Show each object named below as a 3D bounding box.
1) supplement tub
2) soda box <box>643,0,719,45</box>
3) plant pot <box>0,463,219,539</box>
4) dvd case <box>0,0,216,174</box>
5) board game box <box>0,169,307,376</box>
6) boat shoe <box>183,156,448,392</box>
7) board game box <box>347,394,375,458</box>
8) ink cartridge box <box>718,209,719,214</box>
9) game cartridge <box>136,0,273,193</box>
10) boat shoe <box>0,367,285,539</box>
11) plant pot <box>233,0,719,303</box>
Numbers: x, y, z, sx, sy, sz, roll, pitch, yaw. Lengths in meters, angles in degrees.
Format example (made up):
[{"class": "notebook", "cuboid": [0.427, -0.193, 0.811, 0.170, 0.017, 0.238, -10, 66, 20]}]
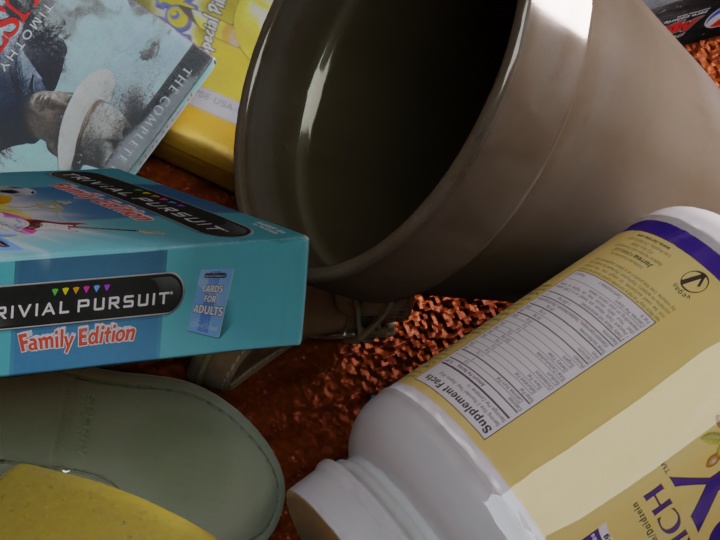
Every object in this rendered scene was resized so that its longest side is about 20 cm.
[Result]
[{"class": "supplement tub", "cuboid": [0.086, 0.082, 0.700, 0.199, 0.145, 0.146, -33, 79, -14]}, {"class": "soda box", "cuboid": [0.159, -0.159, 0.965, 0.199, 0.071, 0.064, -16, 74, -19]}, {"class": "plant pot", "cuboid": [-0.112, 0.194, 0.698, 0.195, 0.194, 0.200, -39, 77, -24]}, {"class": "dvd case", "cuboid": [-0.191, -0.103, 0.860, 0.200, 0.022, 0.146, 37, 84, 1]}, {"class": "board game box", "cuboid": [-0.145, -0.003, 0.712, 0.199, 0.151, 0.047, -5, 107, -39]}, {"class": "boat shoe", "cuboid": [0.000, 0.000, 0.865, 0.065, 0.072, 0.200, 46, 60, 8]}, {"class": "board game box", "cuboid": [0.088, 0.150, 0.812, 0.199, 0.047, 0.152, 15, 45, -7]}, {"class": "ink cartridge box", "cuboid": [0.243, 0.005, 0.880, 0.199, 0.148, 0.086, 15, 66, -7]}, {"class": "game cartridge", "cuboid": [-0.077, -0.138, 0.920, 0.199, 0.032, 0.177, 25, 65, -4]}, {"class": "boat shoe", "cuboid": [-0.121, 0.078, 0.787, 0.199, 0.066, 0.075, 19, 79, -41]}, {"class": "plant pot", "cuboid": [0.068, -0.064, 0.792, 0.173, 0.200, 0.201, 23, 62, -33]}]
